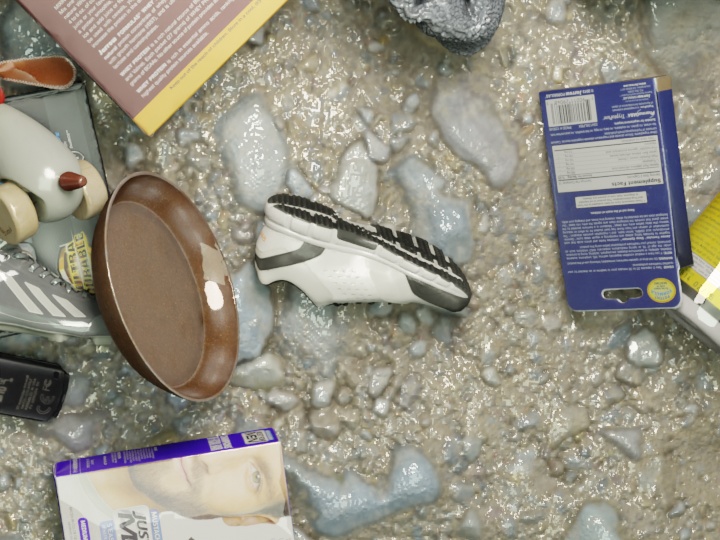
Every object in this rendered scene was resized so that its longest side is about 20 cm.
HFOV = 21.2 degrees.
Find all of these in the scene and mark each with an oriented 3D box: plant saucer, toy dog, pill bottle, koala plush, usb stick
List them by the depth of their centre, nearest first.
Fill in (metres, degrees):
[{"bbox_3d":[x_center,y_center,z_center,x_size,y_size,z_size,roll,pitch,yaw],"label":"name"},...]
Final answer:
[{"bbox_3d":[-0.275,-0.117,1.554,0.200,0.096,0.132,47,56,-15],"label":"toy dog"},{"bbox_3d":[0.100,-0.301,1.594,0.200,0.177,0.184,-40,110,15],"label":"koala plush"},{"bbox_3d":[-0.167,0.017,1.611,0.034,0.200,0.200,-19,101,24],"label":"plant saucer"},{"bbox_3d":[-0.342,0.088,1.623,0.200,0.033,0.056,14,98,-34],"label":"usb stick"},{"bbox_3d":[0.354,-0.028,1.709,0.111,0.111,0.200,39,90,-11],"label":"pill bottle"}]

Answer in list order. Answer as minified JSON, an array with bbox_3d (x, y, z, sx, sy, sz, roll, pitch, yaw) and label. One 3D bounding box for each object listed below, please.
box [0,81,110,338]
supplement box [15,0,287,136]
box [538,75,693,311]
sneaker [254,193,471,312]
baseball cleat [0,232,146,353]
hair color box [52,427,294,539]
[{"bbox_3d":[-0.292,-0.049,1.643,0.159,0.046,0.200,-12,99,-7],"label":"box"},{"bbox_3d":[-0.178,-0.253,1.590,0.197,0.133,0.200,-45,101,-1],"label":"supplement box"},{"bbox_3d":[0.226,-0.065,1.685,0.032,0.121,0.200,-14,98,-51],"label":"box"},{"bbox_3d":[0.000,0.000,1.689,0.200,0.074,0.080,20,108,-6],"label":"sneaker"},{"bbox_3d":[-0.273,0.009,1.595,0.200,0.070,0.107,6,91,-13],"label":"baseball cleat"},{"bbox_3d":[-0.163,0.211,1.687,0.200,0.065,0.109,-9,98,-9],"label":"hair color box"}]
